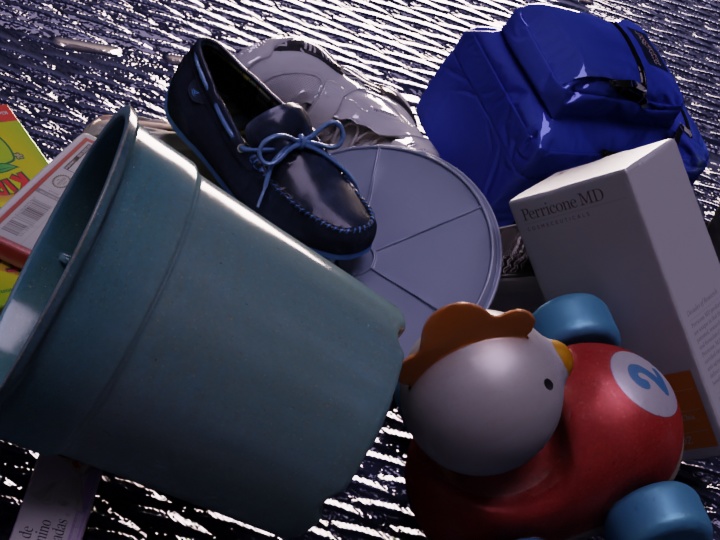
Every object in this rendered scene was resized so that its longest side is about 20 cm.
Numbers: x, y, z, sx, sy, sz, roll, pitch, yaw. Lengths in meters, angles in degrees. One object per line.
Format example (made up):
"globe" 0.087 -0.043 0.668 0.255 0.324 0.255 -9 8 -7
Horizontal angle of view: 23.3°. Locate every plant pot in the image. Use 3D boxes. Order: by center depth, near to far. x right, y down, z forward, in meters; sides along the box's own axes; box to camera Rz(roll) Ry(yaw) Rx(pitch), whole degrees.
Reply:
"plant pot" -0.093 0.044 0.980 0.195 0.200 0.201 29 33 -16

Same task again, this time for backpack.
"backpack" 0.177 -0.109 1.367 0.199 0.168 0.163 8 48 -35

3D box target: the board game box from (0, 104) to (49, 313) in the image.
"board game box" -0.244 -0.031 1.172 0.101 0.048 0.200 -11 46 -35

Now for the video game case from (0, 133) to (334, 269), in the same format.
"video game case" -0.130 -0.015 1.145 0.199 0.018 0.143 24 37 9

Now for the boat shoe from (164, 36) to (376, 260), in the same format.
"boat shoe" -0.065 -0.085 1.188 0.200 0.069 0.084 38 38 22

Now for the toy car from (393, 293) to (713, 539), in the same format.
"toy car" 0.095 0.077 1.024 0.176 0.200 0.185 -23 51 3

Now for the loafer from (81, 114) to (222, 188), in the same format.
"loafer" -0.109 -0.081 1.287 0.198 0.072 0.063 11 29 -7

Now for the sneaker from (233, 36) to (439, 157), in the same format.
"sneaker" -0.012 -0.104 1.317 0.199 0.075 0.115 17 29 -45

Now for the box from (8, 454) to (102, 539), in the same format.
"box" -0.173 0.132 1.000 0.038 0.042 0.201 16 37 -6

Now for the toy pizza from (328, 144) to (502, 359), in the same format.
"toy pizza" 0.000 0.000 1.202 0.199 0.032 0.201 -6 56 9

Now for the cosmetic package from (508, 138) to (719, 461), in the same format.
"cosmetic package" 0.187 0.026 1.165 0.071 0.101 0.201 -30 100 -47

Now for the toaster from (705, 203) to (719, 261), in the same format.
"toaster" 0.359 -0.006 1.368 0.199 0.114 0.130 2 42 -26

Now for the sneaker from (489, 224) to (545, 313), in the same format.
"sneaker" 0.057 0.015 1.252 0.198 0.085 0.073 -1 58 5
